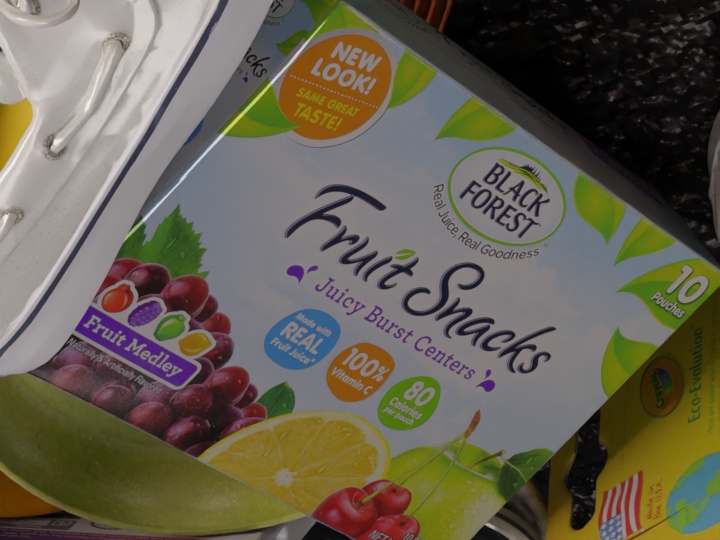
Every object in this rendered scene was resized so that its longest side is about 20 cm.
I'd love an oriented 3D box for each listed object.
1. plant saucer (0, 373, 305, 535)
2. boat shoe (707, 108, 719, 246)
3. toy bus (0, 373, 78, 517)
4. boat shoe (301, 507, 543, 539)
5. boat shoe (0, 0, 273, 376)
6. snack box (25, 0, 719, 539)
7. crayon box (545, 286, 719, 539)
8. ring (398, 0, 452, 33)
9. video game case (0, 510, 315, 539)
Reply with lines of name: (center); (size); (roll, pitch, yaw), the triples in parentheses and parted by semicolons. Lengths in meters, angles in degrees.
plant saucer: (-0.042, -0.005, 0.925); (0.199, 0.031, 0.201); (-8, 122, -13)
boat shoe: (0.146, -0.066, 0.850); (0.071, 0.070, 0.200); (14, 135, -5)
toy bus: (-0.191, 0.039, 0.992); (0.199, 0.078, 0.065); (3, 126, 5)
boat shoe: (-0.030, 0.118, 1.063); (0.199, 0.062, 0.075); (1, 133, 5)
boat shoe: (-0.087, -0.065, 0.746); (0.086, 0.075, 0.202); (10, 119, -46)
snack box: (0.000, 0.000, 0.869); (0.142, 0.053, 0.200); (-48, 135, 12)
crayon box: (0.151, 0.044, 0.919); (0.200, 0.127, 0.051); (-27, 126, 31)
ring: (-0.058, -0.075, 0.825); (0.200, 0.019, 0.201); (-15, 131, -18)
video game case: (-0.132, 0.101, 0.975); (0.199, 0.182, 0.023); (2, 105, 14)
